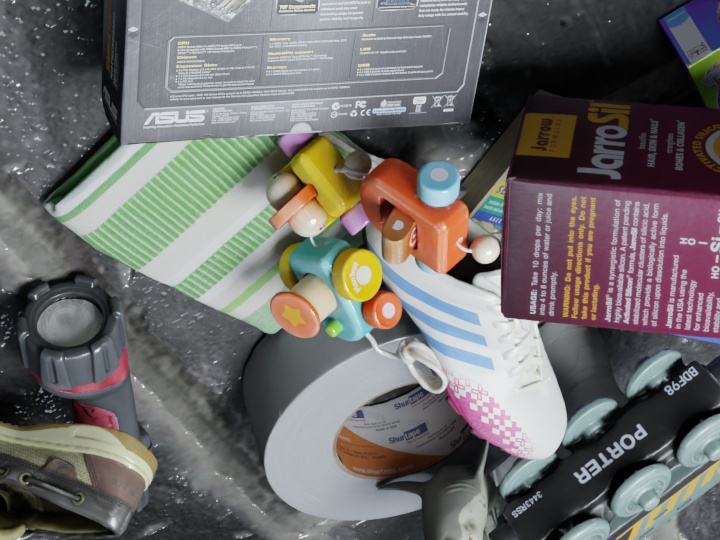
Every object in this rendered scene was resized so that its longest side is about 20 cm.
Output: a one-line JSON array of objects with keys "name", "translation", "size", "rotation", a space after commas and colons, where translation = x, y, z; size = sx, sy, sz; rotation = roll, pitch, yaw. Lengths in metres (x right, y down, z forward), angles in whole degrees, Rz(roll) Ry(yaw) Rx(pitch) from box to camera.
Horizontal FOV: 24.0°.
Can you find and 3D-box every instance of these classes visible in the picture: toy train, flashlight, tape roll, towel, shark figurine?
[{"name": "toy train", "translation": [0.173, 0.135, 1.115], "size": [0.199, 0.085, 0.114], "rotation": [-38, 148, -1]}, {"name": "flashlight", "translation": [-0.173, 0.091, 1.074], "size": [0.067, 0.068, 0.201], "rotation": [9, 139, 5]}, {"name": "tape roll", "translation": [0.022, 0.084, 1.154], "size": [0.198, 0.067, 0.202], "rotation": [-12, 139, -11]}, {"name": "towel", "translation": [-0.069, -0.041, 1.006], "size": [0.152, 0.024, 0.199], "rotation": [-40, 139, 21]}, {"name": "toy train", "translation": [0.000, 0.000, 0.951], "size": [0.056, 0.150, 0.201], "rotation": [-39, 155, -27]}, {"name": "shark figurine", "translation": [0.057, 0.168, 1.174], "size": [0.088, 0.130, 0.215], "rotation": [1, 161, 11]}]

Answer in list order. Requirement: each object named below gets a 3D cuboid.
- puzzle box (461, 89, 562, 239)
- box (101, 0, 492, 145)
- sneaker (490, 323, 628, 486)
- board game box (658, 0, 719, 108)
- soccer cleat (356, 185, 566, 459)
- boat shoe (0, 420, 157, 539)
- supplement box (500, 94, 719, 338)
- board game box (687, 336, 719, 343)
[{"name": "puzzle box", "translation": [0.153, -0.038, 1.107], "size": [0.198, 0.026, 0.133], "rotation": [14, 128, -35]}, {"name": "box", "translation": [-0.029, -0.148, 0.863], "size": [0.198, 0.049, 0.160], "rotation": [-6, 127, -19]}, {"name": "sneaker", "translation": [0.148, 0.139, 1.234], "size": [0.073, 0.116, 0.201], "rotation": [-10, 141, -16]}, {"name": "board game box", "translation": [0.295, -0.149, 1.030], "size": [0.199, 0.045, 0.135], "rotation": [-30, 140, 10]}, {"name": "soccer cleat", "translation": [0.078, 0.034, 1.021], "size": [0.086, 0.070, 0.201], "rotation": [-19, 117, 43]}, {"name": "boat shoe", "translation": [-0.221, 0.134, 1.045], "size": [0.198, 0.065, 0.073], "rotation": [-8, 136, 28]}, {"name": "supplement box", "translation": [0.179, -0.028, 0.910], "size": [0.197, 0.111, 0.087], "rotation": [5, 121, 9]}, {"name": "board game box", "translation": [0.215, -0.020, 1.055], "size": [0.198, 0.045, 0.135], "rotation": [11, 134, -17]}]
